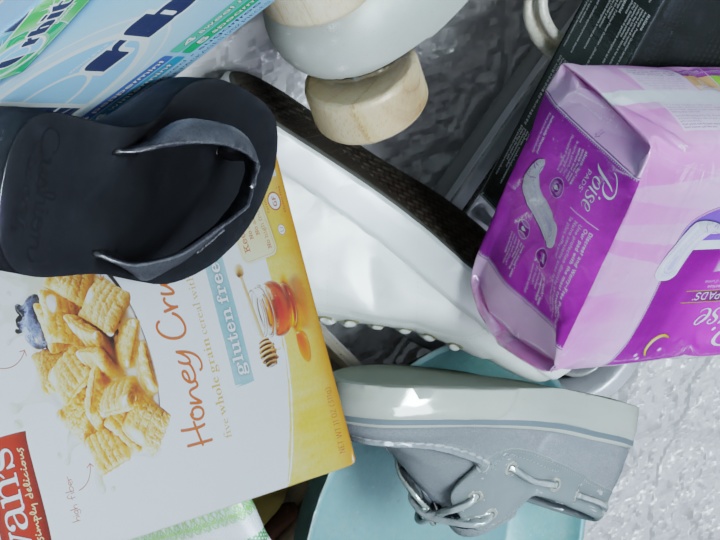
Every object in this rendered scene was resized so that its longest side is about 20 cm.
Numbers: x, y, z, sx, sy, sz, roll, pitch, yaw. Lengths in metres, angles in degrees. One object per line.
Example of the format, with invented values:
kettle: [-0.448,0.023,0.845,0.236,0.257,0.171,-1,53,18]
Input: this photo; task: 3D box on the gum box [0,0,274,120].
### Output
gum box: [-0.097,-0.095,0.930,0.170,0.045,0.200,-36,173,14]

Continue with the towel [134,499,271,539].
towel: [-0.109,0.130,1.135,0.149,0.031,0.200,-19,111,19]

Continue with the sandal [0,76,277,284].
sandal: [-0.076,-0.027,0.967,0.200,0.043,0.076,-19,116,-64]

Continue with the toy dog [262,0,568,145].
toy dog: [0.018,-0.141,1.113,0.200,0.096,0.132,-27,130,-38]

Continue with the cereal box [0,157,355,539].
cereal box: [-0.097,0.031,1.030,0.200,0.039,0.144,-16,91,-46]

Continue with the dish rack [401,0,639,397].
dish rack: [0.106,-0.040,1.257,0.172,0.044,0.200,26,102,-44]

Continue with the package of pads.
package of pads: [0.150,-0.023,1.132,0.200,0.076,0.121,-4,127,-39]

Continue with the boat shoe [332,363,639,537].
boat shoe: [0.056,0.082,1.173,0.201,0.070,0.072,11,88,-51]

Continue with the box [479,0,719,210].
box: [0.172,-0.098,1.176,0.193,0.048,0.200,0,127,-45]

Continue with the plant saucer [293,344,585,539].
plant saucer: [0.030,0.126,1.236,0.200,0.036,0.200,-16,112,-44]

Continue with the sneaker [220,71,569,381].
sneaker: [0.000,0.000,1.162,0.200,0.073,0.085,35,106,-11]

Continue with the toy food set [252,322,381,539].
toy food set: [-0.067,0.116,1.227,0.200,0.060,0.144,-46,134,-1]
